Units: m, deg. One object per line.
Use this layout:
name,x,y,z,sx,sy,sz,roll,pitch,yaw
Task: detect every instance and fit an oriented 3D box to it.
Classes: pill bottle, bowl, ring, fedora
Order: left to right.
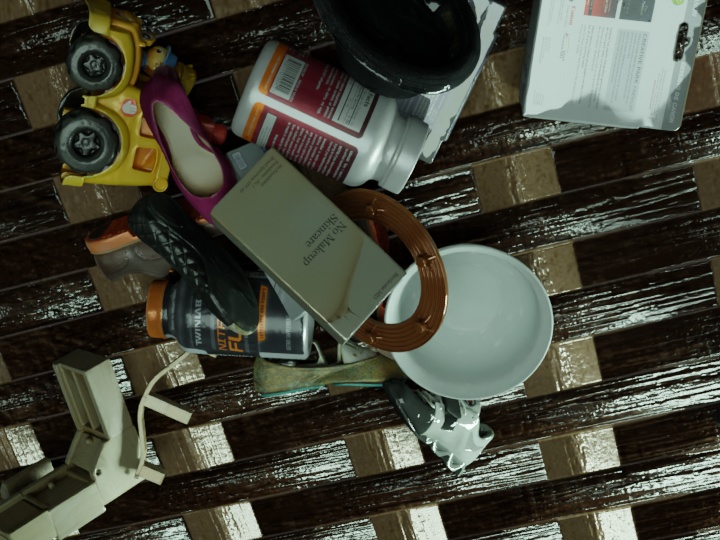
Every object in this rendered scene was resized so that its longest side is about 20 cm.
pill bottle,-0.158,0.051,1.373,0.198,0.106,0.107,2,113,3
pill bottle,-0.032,-0.162,1.238,0.199,0.113,0.114,24,112,-5
ring,0.014,0.004,1.293,0.199,0.019,0.202,21,125,32
fedora,0.026,-0.252,1.193,0.200,0.202,0.092,28,145,-8
bowl,0.128,0.047,1.360,0.199,0.090,0.203,1,112,3

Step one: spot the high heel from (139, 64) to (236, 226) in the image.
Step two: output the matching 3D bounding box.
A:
high heel,-0.181,-0.118,1.209,0.067,0.096,0.201,-13,119,3

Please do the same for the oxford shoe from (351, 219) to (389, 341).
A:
oxford shoe,0.000,0.000,1.361,0.072,0.071,0.202,-3,113,10

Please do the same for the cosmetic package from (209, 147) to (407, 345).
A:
cosmetic package,-0.056,-0.025,1.220,0.200,0.073,0.104,42,82,3

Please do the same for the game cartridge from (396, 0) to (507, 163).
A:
game cartridge,0.070,-0.235,1.279,0.129,0.038,0.201,22,112,-10

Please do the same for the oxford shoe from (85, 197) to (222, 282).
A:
oxford shoe,-0.228,-0.037,1.363,0.198,0.071,0.073,-13,116,12

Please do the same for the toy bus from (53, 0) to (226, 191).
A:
toy bus,-0.243,-0.190,1.274,0.190,0.136,0.201,8,111,-14

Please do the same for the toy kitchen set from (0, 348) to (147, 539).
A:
toy kitchen set,-0.414,0.223,1.441,0.162,0.199,0.182,9,121,46

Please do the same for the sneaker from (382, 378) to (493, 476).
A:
sneaker,0.100,0.175,1.412,0.088,0.074,0.200,-40,133,4

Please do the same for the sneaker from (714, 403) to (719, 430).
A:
sneaker,0.469,0.104,1.371,0.087,0.074,0.201,21,108,-5

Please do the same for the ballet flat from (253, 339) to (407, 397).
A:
ballet flat,-0.039,0.118,1.418,0.198,0.071,0.071,-6,112,6

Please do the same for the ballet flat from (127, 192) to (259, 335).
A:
ballet flat,-0.188,-0.006,1.300,0.200,0.066,0.057,51,131,-4

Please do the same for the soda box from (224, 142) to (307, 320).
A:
soda box,-0.092,-0.048,1.300,0.201,0.063,0.068,60,148,4

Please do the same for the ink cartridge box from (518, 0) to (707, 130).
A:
ink cartridge box,0.273,-0.263,1.224,0.174,0.084,0.202,7,113,1

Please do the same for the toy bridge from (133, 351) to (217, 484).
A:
toy bridge,-0.247,0.174,1.438,0.067,0.027,0.201,24,93,-6
